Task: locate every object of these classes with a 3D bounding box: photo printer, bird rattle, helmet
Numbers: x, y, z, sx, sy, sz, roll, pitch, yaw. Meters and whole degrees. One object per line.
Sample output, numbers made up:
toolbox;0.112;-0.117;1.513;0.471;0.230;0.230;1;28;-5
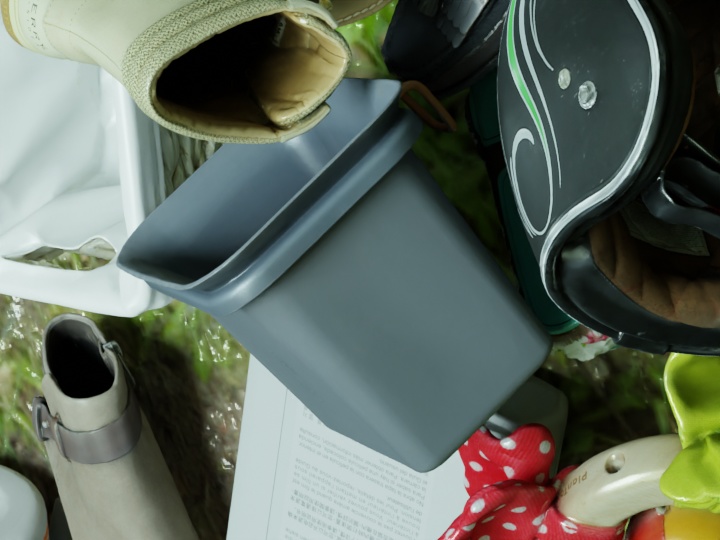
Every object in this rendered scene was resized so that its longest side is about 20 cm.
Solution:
photo printer;0.013;0.125;1.313;0.166;0.069;0.201;23;121;27
bird rattle;0.133;0.116;1.175;0.200;0.113;0.163;-29;126;21
helmet;0.147;-0.082;1.050;0.200;0.200;0.191;-21;53;41

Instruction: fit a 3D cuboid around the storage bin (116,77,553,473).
storage bin;0.000;0.000;1.157;0.134;0.146;0.200;48;171;-15

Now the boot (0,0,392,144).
boot;-0.037;-0.112;1.147;0.155;0.199;0.073;33;126;53

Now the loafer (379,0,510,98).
loafer;0.064;-0.161;1.134;0.200;0.063;0.072;-50;54;24

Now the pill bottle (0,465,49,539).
pill bottle;-0.227;0.217;1.502;0.109;0.109;0.201;19;126;30

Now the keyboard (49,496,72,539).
keyboard;-0.101;0.198;1.471;0.200;0.011;0.056;31;120;24

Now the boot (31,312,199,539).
boot;-0.123;0.119;1.372;0.200;0.070;0.147;48;155;51

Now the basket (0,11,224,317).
basket;-0.126;-0.095;1.295;0.135;0.123;0.201;9;113;35

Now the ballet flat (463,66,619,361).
ballet flat;0.090;-0.053;1.176;0.075;0.064;0.201;-21;68;38
